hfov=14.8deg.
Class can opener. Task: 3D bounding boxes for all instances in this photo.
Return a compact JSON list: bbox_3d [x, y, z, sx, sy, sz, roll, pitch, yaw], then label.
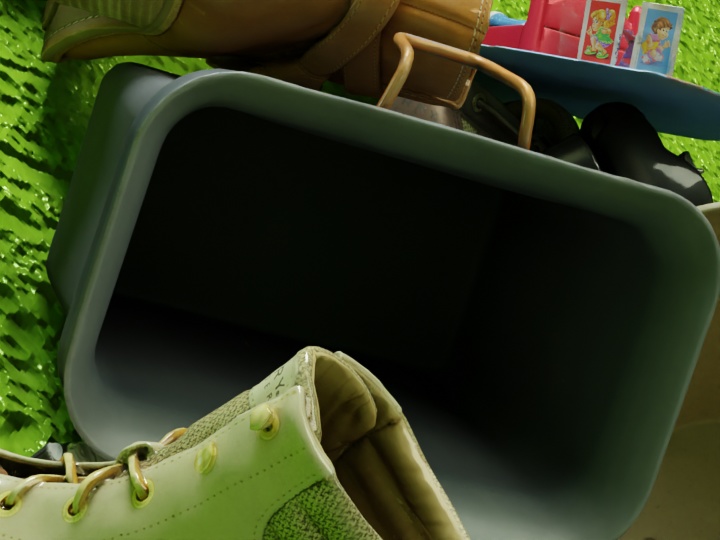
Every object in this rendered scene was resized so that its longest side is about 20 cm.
[{"bbox_3d":[0.125,0.022,1.172,0.063,0.078,0.200,-109,178,-64],"label":"can opener"}]

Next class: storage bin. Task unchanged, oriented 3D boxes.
[{"bbox_3d":[-0.005,-0.009,0.901,0.200,0.146,0.134,14,11,-23],"label":"storage bin"}]

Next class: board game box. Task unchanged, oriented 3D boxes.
[{"bbox_3d":[0.080,-0.096,1.174,0.158,0.200,0.039,23,79,-72],"label":"board game box"}]

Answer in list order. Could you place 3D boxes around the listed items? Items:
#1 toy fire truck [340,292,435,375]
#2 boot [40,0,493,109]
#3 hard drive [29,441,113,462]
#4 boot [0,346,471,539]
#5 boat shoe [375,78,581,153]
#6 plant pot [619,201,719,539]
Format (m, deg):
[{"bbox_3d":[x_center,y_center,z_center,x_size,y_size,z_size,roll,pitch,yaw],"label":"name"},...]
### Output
[{"bbox_3d":[0.000,0.000,1.060,0.200,0.049,0.141,44,26,-14],"label":"toy fire truck"},{"bbox_3d":[-0.033,-0.092,0.980,0.154,0.074,0.200,13,4,-3],"label":"boot"},{"bbox_3d":[-0.021,0.142,0.854,0.140,0.038,0.200,4,53,-57],"label":"hard drive"},{"bbox_3d":[-0.071,0.057,0.742,0.200,0.155,0.073,52,25,1],"label":"boot"},{"bbox_3d":[0.072,-0.041,1.184,0.073,0.065,0.200,29,5,34],"label":"boat shoe"},{"bbox_3d":[0.148,0.088,1.067,0.200,0.200,0.134,58,-10,13],"label":"plant pot"}]
